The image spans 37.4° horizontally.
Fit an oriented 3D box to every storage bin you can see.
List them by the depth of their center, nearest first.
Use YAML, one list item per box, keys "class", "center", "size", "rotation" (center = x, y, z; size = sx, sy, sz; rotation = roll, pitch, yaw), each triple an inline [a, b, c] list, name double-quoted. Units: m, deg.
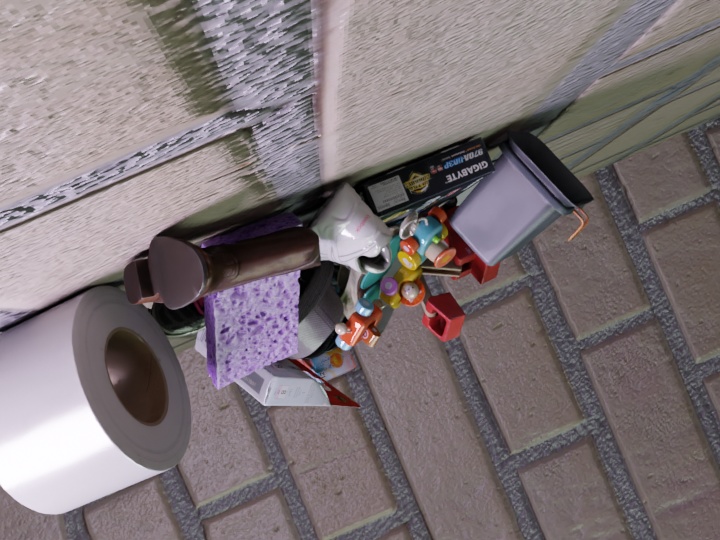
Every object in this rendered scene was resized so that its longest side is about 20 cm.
- class: "storage bin"
  center: [0.206, -0.079, 1.361]
  size: [0.134, 0.146, 0.200]
  rotation: [-46, 171, 19]

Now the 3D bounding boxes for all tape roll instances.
- class: "tape roll"
  center: [-0.287, 0.134, 1.107]
  size: [0.138, 0.205, 0.202]
  rotation: [-23, 178, 17]

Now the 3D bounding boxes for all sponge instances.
- class: "sponge"
  center: [-0.119, 0.036, 1.182]
  size: [0.111, 0.030, 0.202]
  rotation: [-21, 137, -27]

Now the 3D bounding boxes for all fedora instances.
- class: "fedora"
  center: [-0.094, 0.052, 1.388]
  size: [0.199, 0.090, 0.178]
  rotation: [-5, -134, 48]

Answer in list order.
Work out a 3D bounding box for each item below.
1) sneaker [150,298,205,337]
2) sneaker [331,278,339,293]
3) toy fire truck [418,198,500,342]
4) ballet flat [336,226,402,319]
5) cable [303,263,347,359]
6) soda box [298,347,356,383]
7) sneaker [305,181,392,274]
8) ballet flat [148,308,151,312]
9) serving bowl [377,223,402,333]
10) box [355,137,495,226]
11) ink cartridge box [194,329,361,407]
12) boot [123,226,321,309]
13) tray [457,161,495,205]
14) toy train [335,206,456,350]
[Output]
- class: "sneaker"
  center: [-0.157, 0.011, 1.230]
  size: [0.198, 0.074, 0.087]
  rotation: [-27, 176, -5]
- class: "sneaker"
  center: [0.009, -0.007, 1.643]
  size: [0.198, 0.132, 0.079]
  rotation: [-25, 176, 22]
- class: "toy fire truck"
  center: [0.110, -0.012, 1.434]
  size: [0.140, 0.201, 0.049]
  rotation: [-23, 147, -24]
- class: "ballet flat"
  center: [0.000, 0.000, 1.353]
  size: [0.067, 0.062, 0.201]
  rotation: [-36, 160, -34]
- class: "cable"
  center: [-0.082, 0.046, 1.528]
  size: [0.050, 0.165, 0.199]
  rotation: [-7, -165, 47]
- class: "soda box"
  center: [-0.080, 0.069, 1.598]
  size: [0.068, 0.202, 0.063]
  rotation: [-20, 177, -26]
- class: "sneaker"
  center: [-0.014, -0.028, 1.183]
  size: [0.078, 0.099, 0.200]
  rotation: [-52, -177, -9]
- class: "ballet flat"
  center: [-0.311, 0.081, 1.341]
  size: [0.068, 0.069, 0.199]
  rotation: [-36, 171, 38]
- class: "serving bowl"
  center: [0.023, -0.012, 1.517]
  size: [0.065, 0.203, 0.200]
  rotation: [17, -175, 10]
- class: "box"
  center: [0.054, -0.090, 1.287]
  size: [0.157, 0.047, 0.200]
  rotation: [-22, 177, -17]
- class: "ink cartridge box"
  center: [-0.106, 0.129, 1.458]
  size: [0.162, 0.058, 0.199]
  rotation: [32, -163, 38]
- class: "boot"
  center: [-0.106, -0.011, 1.012]
  size: [0.198, 0.065, 0.186]
  rotation: [-10, -177, -31]
- class: "tray"
  center: [0.145, -0.106, 1.591]
  size: [0.199, 0.022, 0.109]
  rotation: [-21, 135, -46]
- class: "toy train"
  center: [0.051, 0.017, 1.312]
  size: [0.201, 0.055, 0.150]
  rotation: [-59, 165, 25]
